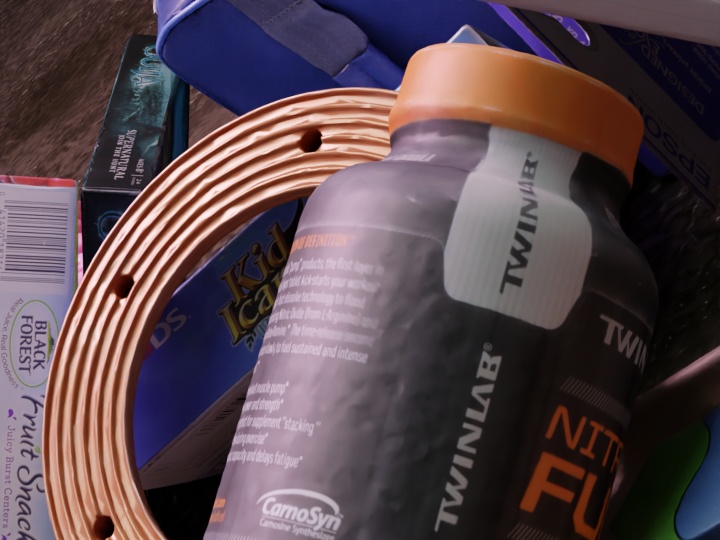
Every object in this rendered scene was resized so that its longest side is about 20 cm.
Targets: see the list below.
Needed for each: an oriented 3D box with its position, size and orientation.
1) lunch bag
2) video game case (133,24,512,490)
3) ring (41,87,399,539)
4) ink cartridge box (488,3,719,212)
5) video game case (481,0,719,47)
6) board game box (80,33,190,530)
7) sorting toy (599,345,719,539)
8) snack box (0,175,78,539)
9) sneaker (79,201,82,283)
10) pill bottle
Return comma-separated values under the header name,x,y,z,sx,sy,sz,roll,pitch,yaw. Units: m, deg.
name,x,y,z,sx,sy,sz,roll,pitch,yaw
lunch bag,0.010,-0.114,0.966,0.135,0.199,0.133,-30,48,32
video game case,0.000,0.000,0.869,0.200,0.046,0.181,-41,-13,11
ring,-0.017,0.038,0.743,0.199,0.019,0.202,-12,66,27
ink cartridge box,0.070,-0.134,0.890,0.043,0.198,0.201,-35,20,34
video game case,0.136,-0.132,0.807,0.182,0.198,0.023,-70,-11,-51
board game box,-0.091,0.023,0.960,0.028,0.201,0.136,4,31,1
sorting toy,0.122,0.066,0.589,0.185,0.036,0.201,-35,26,27
snack box,-0.135,0.080,0.881,0.142,0.053,0.202,115,157,-73
sneaker,-0.147,0.033,1.216,0.096,0.079,0.200,-52,15,15
pill bottle,0.020,0.042,0.644,0.106,0.106,0.201,-5,66,62
